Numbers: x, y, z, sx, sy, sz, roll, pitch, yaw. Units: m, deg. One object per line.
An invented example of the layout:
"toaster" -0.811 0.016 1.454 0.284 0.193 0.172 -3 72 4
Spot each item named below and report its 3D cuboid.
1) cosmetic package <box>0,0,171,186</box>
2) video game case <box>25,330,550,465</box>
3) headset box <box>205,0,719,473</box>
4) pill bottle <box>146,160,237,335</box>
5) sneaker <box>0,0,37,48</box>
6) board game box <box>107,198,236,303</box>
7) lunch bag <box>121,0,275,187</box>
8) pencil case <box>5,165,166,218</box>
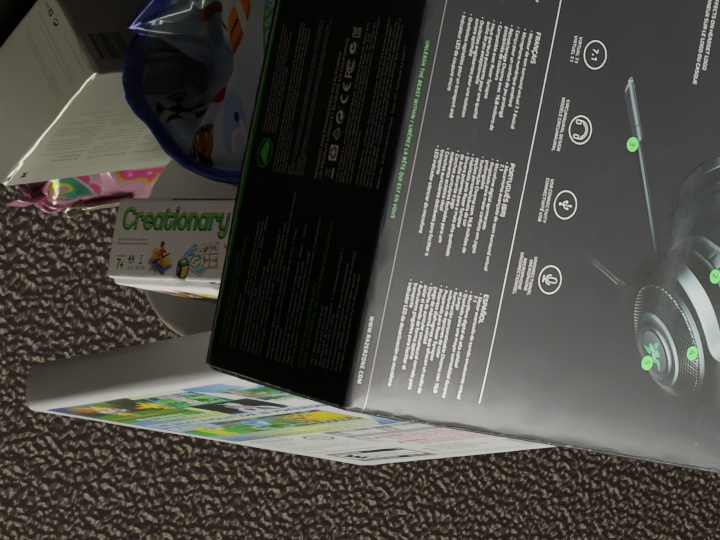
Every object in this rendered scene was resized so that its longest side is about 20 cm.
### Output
"cosmetic package" -0.072 -0.089 1.064 0.199 0.083 0.051 -11 -117 -47
"video game case" -0.006 0.050 0.959 0.181 0.022 0.199 13 165 -37
"headset box" 0.070 -0.032 0.788 0.199 0.176 0.093 10 -179 -32
"pill bottle" 0.000 0.000 1.099 0.119 0.121 0.199 13 179 41
"sneaker" -0.113 -0.144 1.095 0.087 0.074 0.199 49 -153 24
"board game box" 0.021 0.007 0.910 0.199 0.035 0.126 13 173 -41
"lunch bag" 0.021 -0.073 0.930 0.169 0.125 0.199 11 174 -30
"pencil case" -0.079 -0.068 1.182 0.198 0.088 0.087 -1 -173 -28
